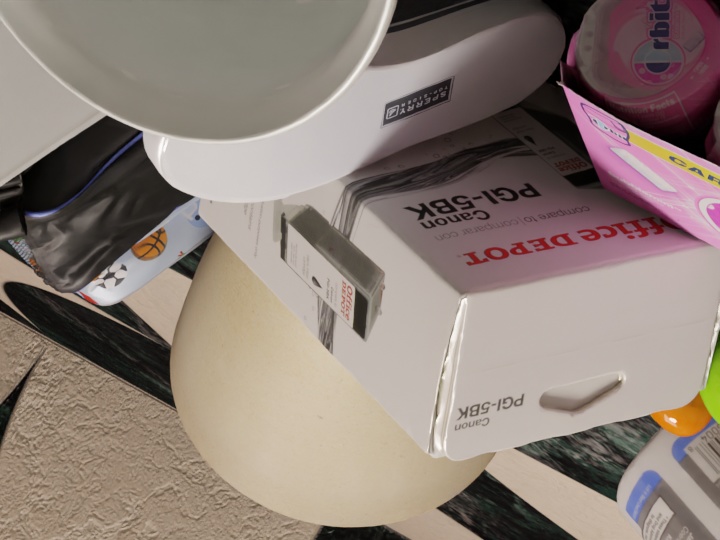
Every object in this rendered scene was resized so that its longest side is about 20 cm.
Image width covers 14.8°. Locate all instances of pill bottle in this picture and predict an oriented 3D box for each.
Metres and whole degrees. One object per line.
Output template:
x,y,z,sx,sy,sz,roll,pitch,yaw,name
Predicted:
0.247,0.167,1.560,0.200,0.114,0.114,50,179,26,pill bottle

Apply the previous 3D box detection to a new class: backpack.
-0.143,-0.092,1.466,0.190,0.200,0.154,44,161,35,backpack

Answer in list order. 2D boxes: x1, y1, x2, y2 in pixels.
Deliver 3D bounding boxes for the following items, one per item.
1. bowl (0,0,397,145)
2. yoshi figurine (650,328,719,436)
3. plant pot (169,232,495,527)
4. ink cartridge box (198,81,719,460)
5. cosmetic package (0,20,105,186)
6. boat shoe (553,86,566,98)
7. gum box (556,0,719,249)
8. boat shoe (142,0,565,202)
-0.053,-0.154,1.025,0.201,0.090,0.202,16,123,25,bowl
0.165,0.035,1.248,0.112,0.112,0.200,9,172,-18,yoshi figurine
0.000,0.000,1.400,0.187,0.187,0.200,30,150,13,plant pot
0.043,-0.018,1.193,0.146,0.083,0.200,-11,-143,-31,ink cartridge box
-0.195,-0.155,1.140,0.165,0.165,0.200,26,139,34,cosmetic package
0.112,-0.040,1.326,0.067,0.072,0.200,-6,163,-4,boat shoe
0.175,-0.039,1.071,0.200,0.066,0.114,29,170,21,gum box
-0.011,-0.087,1.133,0.068,0.200,0.072,48,144,33,boat shoe
